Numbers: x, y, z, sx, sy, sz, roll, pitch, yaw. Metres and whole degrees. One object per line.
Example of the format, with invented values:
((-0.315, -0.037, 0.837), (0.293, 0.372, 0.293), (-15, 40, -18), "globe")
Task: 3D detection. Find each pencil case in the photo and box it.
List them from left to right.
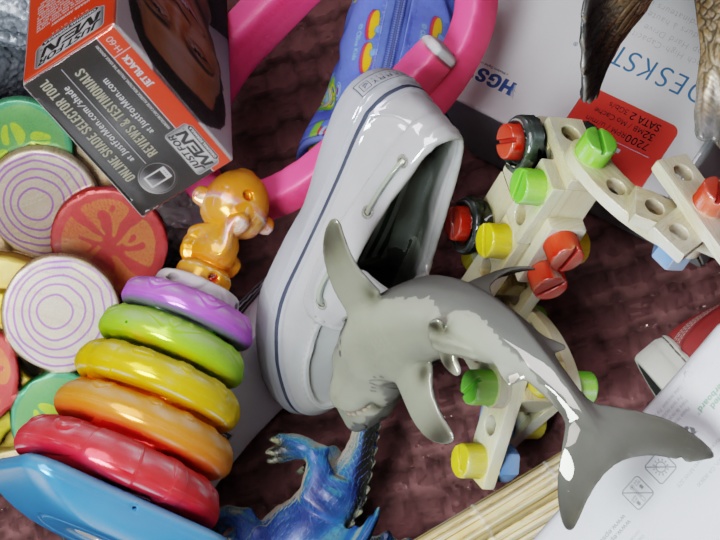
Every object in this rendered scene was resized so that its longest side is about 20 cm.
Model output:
((0.023, -0.134, 1.538), (0.078, 0.087, 0.201), (9, 69, 12), "pencil case")

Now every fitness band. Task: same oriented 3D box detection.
((-0.017, -0.108, 1.476), (0.200, 0.037, 0.144), (-44, 47, 9), "fitness band")

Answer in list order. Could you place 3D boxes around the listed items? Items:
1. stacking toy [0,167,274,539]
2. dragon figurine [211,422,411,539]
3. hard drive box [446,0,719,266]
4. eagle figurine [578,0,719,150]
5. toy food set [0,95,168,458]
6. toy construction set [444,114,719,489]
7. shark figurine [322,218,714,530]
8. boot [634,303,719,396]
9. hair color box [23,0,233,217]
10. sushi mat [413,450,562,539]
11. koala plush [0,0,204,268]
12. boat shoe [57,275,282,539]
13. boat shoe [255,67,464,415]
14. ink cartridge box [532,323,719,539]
((-0.094, 0.041, 1.405), (0.116, 0.110, 0.201), (25, 77, -15), "stacking toy")
((-0.015, 0.135, 1.432), (0.200, 0.059, 0.099), (-45, 61, -2), "dragon figurine")
((0.161, -0.127, 1.491), (0.155, 0.077, 0.200), (27, 77, 29), "hard drive box")
((0.156, -0.166, 1.399), (0.151, 0.151, 0.201), (-16, 49, 0), "eagle figurine")
((-0.197, 0.009, 1.452), (0.197, 0.049, 0.201), (4, 101, -2), "toy food set")
((0.099, 0.003, 1.397), (0.200, 0.092, 0.132), (-45, 47, 32), "toy construction set")
((0.063, 0.029, 1.326), (0.089, 0.129, 0.214), (-27, 25, -33), "shark figurine")
((0.242, 0.072, 1.370), (0.144, 0.072, 0.200), (-34, 55, -1), "boot")
((-0.118, -0.129, 1.464), (0.061, 0.102, 0.200), (-30, 33, 18), "hair color box")
((0.041, 0.177, 1.386), (0.199, 0.012, 0.096), (-31, 90, -4), "sushi mat")
((-0.178, -0.045, 1.543), (0.200, 0.184, 0.177), (44, 87, 10), "koala plush")
((-0.089, 0.067, 1.491), (0.068, 0.072, 0.200), (33, 85, 29), "boat shoe")
((0.000, 0.000, 1.416), (0.073, 0.201, 0.067), (-15, 42, -35), "boat shoe")
((0.177, 0.161, 1.302), (0.200, 0.043, 0.197), (47, 109, 19), "ink cartridge box")
